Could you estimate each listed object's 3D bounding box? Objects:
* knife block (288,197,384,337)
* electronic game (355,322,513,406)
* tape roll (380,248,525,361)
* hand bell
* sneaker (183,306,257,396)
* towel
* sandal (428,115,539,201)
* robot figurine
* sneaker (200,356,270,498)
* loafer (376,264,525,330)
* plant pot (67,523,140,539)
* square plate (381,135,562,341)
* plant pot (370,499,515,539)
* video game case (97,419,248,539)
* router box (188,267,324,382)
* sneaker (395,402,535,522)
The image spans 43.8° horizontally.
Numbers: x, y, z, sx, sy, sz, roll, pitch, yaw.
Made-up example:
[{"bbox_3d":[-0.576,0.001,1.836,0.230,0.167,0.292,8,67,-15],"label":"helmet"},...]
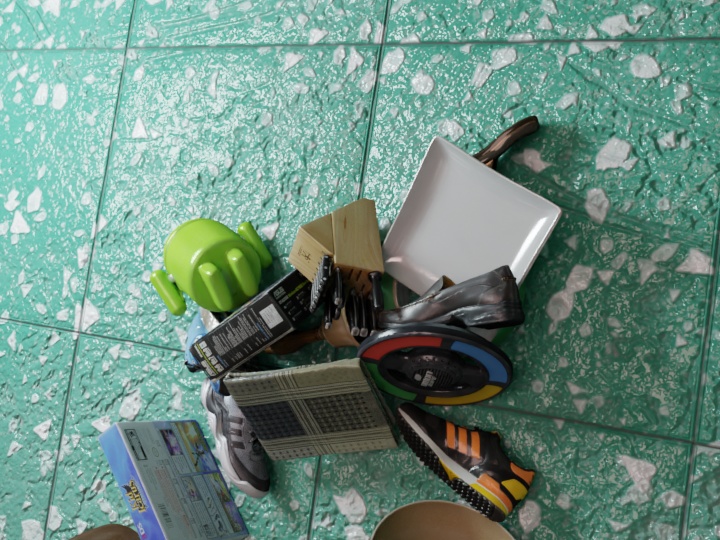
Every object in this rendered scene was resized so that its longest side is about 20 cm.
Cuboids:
[{"bbox_3d":[0.000,0.000,1.197,0.176,0.200,0.064,40,131,20],"label":"knife block"},{"bbox_3d":[0.093,0.124,1.135,0.200,0.200,0.042,-8,54,25],"label":"electronic game"},{"bbox_3d":[0.121,0.023,1.213,0.200,0.048,0.201,-4,80,27],"label":"tape roll"},{"bbox_3d":[-0.063,0.093,1.287,0.200,0.104,0.104,-21,74,35],"label":"hand bell"},{"bbox_3d":[-0.214,0.129,1.321,0.090,0.078,0.200,-51,30,12],"label":"sneaker"},{"bbox_3d":[-0.060,0.186,1.201,0.199,0.193,0.035,-8,43,16],"label":"towel"},{"bbox_3d":[0.165,-0.133,1.210,0.200,0.082,0.055,-36,90,11],"label":"sandal"},{"bbox_3d":[-0.222,-0.011,1.330,0.175,0.116,0.200,-32,31,-18],"label":"robot figurine"},{"bbox_3d":[-0.156,0.223,1.306,0.114,0.075,0.200,-34,67,21],"label":"sneaker"},{"bbox_3d":[0.110,0.042,1.127,0.200,0.073,0.072,-9,77,28],"label":"loafer"},{"bbox_3d":[-0.438,0.488,1.341,0.187,0.200,0.187,-4,81,26],"label":"plant pot"},{"bbox_3d":[0.135,-0.042,1.152,0.200,0.028,0.198,36,113,25],"label":"square plate"},{"bbox_3d":[0.097,0.407,1.108,0.200,0.200,0.135,29,126,27],"label":"plant pot"},{"bbox_3d":[-0.268,0.312,1.291,0.045,0.181,0.200,-37,68,19],"label":"video game case"},{"bbox_3d":[-0.127,0.061,1.238,0.150,0.200,0.062,-35,93,23],"label":"router box"},{"bbox_3d":[0.136,0.232,1.170,0.090,0.070,0.200,-39,63,-21],"label":"sneaker"}]
